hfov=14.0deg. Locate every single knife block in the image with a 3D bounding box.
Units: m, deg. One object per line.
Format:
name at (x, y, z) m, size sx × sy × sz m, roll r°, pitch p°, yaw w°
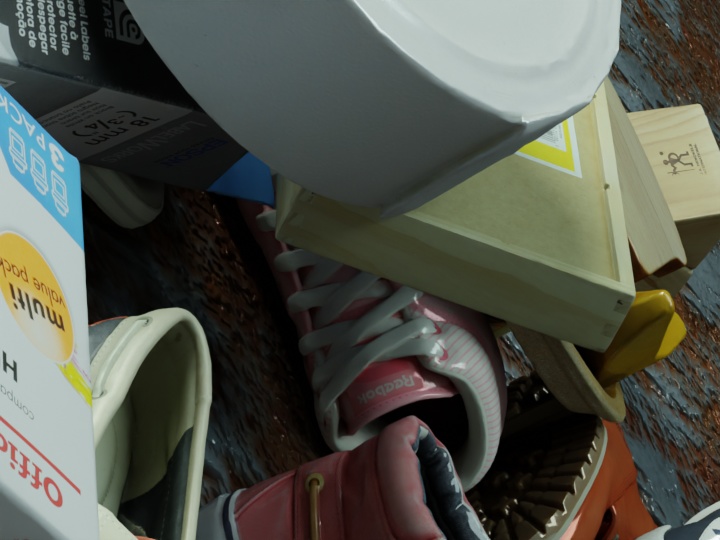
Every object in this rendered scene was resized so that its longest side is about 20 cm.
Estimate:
knife block at (0.089, -0.022, 1.449) m, size 0.200 × 0.174 × 0.064 m, roll 121°, pitch -45°, yaw -57°

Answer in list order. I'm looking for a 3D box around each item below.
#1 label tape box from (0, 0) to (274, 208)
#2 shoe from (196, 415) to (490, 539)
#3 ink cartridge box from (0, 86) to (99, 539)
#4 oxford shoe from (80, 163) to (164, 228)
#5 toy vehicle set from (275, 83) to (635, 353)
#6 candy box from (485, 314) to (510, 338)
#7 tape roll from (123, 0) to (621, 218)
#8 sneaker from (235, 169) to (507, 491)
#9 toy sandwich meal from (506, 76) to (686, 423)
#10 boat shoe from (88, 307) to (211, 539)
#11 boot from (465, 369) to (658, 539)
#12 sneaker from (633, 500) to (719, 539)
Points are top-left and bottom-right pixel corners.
label tape box at (-0.081, -0.111, 0.985) m, size 0.199 × 0.063 × 0.145 m, roll 11°, pitch 65°, yaw -50°
shoe at (0.013, 0.149, 0.942) m, size 0.071 × 0.091 × 0.201 m, roll 29°, pitch 38°, yaw -58°
ink cartridge box at (-0.128, 0.022, 0.775) m, size 0.115 × 0.068 × 0.201 m, roll 46°, pitch 25°, yaw -41°
oxford shoe at (-0.085, -0.097, 1.071) m, size 0.075 × 0.057 × 0.201 m, roll 51°, pitch 23°, yaw -37°
toy vehicle set at (0.032, -0.056, 1.067) m, size 0.123 × 0.027 × 0.201 m, roll 20°, pitch 32°, yaw -13°
candy box at (0.008, -0.068, 1.277) m, size 0.115 × 0.055 × 0.201 m, roll 21°, pitch 46°, yaw -66°
tape roll at (-0.002, -0.124, 0.966) m, size 0.202 × 0.071 × 0.204 m, roll 33°, pitch 41°, yaw -35°
sneaker at (0.000, 0.000, 1.132) m, size 0.201 × 0.075 × 0.105 m, roll 61°, pitch 13°, yaw -19°
toy sandwich meal at (0.082, -0.030, 1.191) m, size 0.206 × 0.070 × 0.205 m, roll 61°, pitch 9°, yaw -16°
boat shoe at (-0.076, 0.088, 0.836) m, size 0.071 × 0.062 × 0.201 m, roll 53°, pitch 22°, yaw -33°
boot at (0.090, 0.112, 1.234) m, size 0.108 × 0.075 × 0.200 m, roll 65°, pitch 17°, yaw -8°
sneaker at (0.176, 0.136, 1.212) m, size 0.080 × 0.129 × 0.199 m, roll 66°, pitch 8°, yaw 32°
